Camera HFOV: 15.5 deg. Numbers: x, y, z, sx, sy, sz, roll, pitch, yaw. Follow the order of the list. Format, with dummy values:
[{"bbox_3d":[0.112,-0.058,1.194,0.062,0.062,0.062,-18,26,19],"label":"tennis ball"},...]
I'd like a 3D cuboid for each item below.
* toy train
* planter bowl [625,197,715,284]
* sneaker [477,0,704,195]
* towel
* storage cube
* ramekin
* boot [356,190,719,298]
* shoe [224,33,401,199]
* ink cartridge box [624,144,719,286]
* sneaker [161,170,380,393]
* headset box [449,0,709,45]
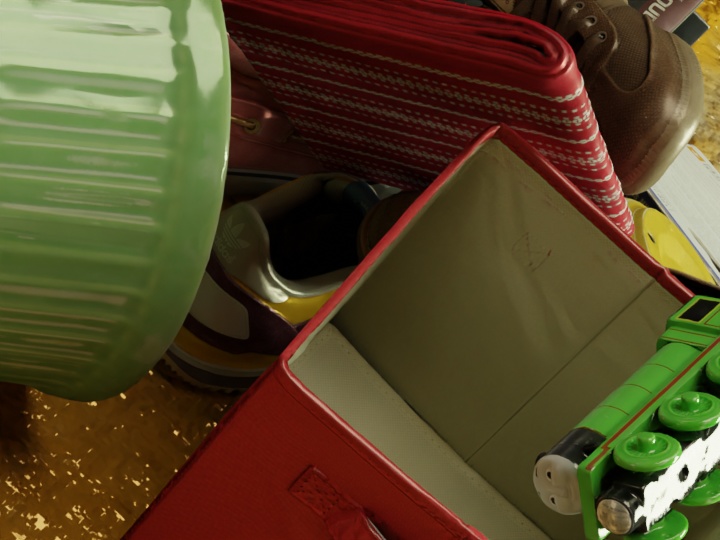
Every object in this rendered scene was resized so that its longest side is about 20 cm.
[{"bbox_3d":[0.127,0.035,0.920,0.056,0.042,0.200,12,33,36],"label":"toy train"},{"bbox_3d":[0.115,0.030,1.169,0.200,0.083,0.200,50,22,-29],"label":"planter bowl"},{"bbox_3d":[0.082,-0.098,1.125,0.075,0.070,0.200,26,20,-23],"label":"sneaker"},{"bbox_3d":[0.029,-0.064,1.027,0.144,0.023,0.200,16,-13,17],"label":"towel"},{"bbox_3d":[0.032,0.090,0.978,0.171,0.180,0.200,42,42,1],"label":"storage cube"},{"bbox_3d":[-0.138,-0.053,0.980,0.098,0.200,0.200,4,49,-31],"label":"ramekin"},{"bbox_3d":[0.093,0.010,1.061,0.200,0.075,0.074,27,58,9],"label":"boot"},{"bbox_3d":[-0.017,-0.084,1.217,0.200,0.091,0.072,-4,55,-46],"label":"shoe"},{"bbox_3d":[0.183,0.015,1.300,0.198,0.047,0.200,54,19,15],"label":"ink cartridge box"},{"bbox_3d":[0.000,0.000,1.143,0.200,0.090,0.075,-11,60,-49],"label":"sneaker"},{"bbox_3d":[0.073,-0.156,1.269,0.200,0.149,0.075,34,44,-9],"label":"headset box"}]
